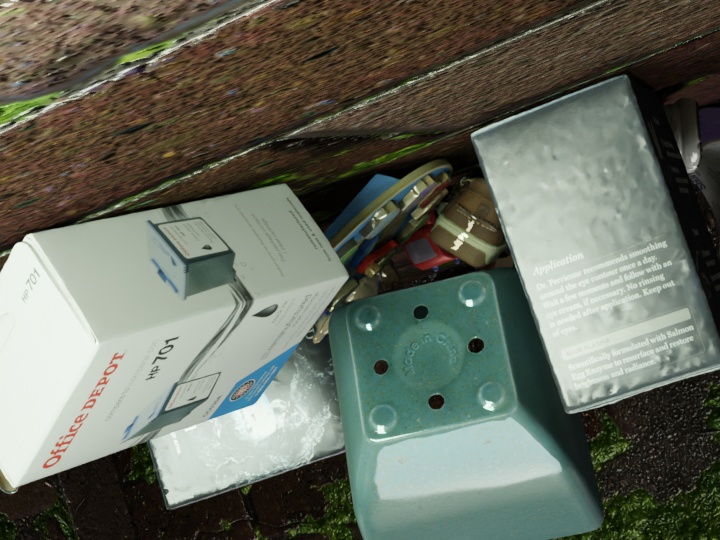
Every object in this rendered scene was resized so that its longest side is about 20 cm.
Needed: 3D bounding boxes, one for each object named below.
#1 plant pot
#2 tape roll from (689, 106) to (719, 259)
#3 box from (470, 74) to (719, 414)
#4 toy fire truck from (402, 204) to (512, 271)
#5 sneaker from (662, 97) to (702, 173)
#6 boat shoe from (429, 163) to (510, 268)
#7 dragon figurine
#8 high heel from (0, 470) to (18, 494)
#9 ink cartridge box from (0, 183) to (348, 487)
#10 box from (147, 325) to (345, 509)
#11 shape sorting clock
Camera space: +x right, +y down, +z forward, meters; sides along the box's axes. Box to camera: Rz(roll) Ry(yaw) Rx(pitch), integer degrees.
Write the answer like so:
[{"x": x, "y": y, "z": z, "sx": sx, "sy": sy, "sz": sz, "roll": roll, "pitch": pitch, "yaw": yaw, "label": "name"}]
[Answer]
[{"x": 0.069, "y": 0.101, "z": 1.174, "sx": 0.194, "sy": 0.198, "sz": 0.200, "roll": -13, "pitch": 153, "yaw": 8, "label": "plant pot"}, {"x": 0.330, "y": -0.049, "z": 1.440, "sx": 0.199, "sy": 0.201, "sz": 0.085, "roll": -16, "pitch": 176, "yaw": -37, "label": "tape roll"}, {"x": 0.180, "y": -0.020, "z": 1.056, "sx": 0.117, "sy": 0.201, "sz": 0.197, "roll": -19, "pitch": 176, "yaw": 17, "label": "box"}, {"x": 0.127, "y": -0.014, "z": 1.424, "sx": 0.199, "sy": 0.142, "sz": 0.049, "roll": -16, "pitch": 176, "yaw": -43, "label": "toy fire truck"}, {"x": 0.226, "y": -0.103, "z": 1.245, "sx": 0.079, "sy": 0.074, "sz": 0.200, "roll": -4, "pitch": 173, "yaw": 1, "label": "sneaker"}, {"x": 0.106, "y": -0.054, "z": 1.206, "sx": 0.075, "sy": 0.074, "sz": 0.202, "roll": -62, "pitch": 180, "yaw": 12, "label": "boat shoe"}, {"x": 0.000, "y": 0.000, "z": 1.326, "sx": 0.058, "sy": 0.201, "sz": 0.100, "roll": 12, "pitch": -159, "yaw": -10, "label": "dragon figurine"}, {"x": -0.360, "y": 0.147, "z": 1.416, "sx": 0.071, "sy": 0.144, "sz": 0.200, "roll": -18, "pitch": 177, "yaw": -2, "label": "high heel"}, {"x": -0.127, "y": 0.035, "z": 0.914, "sx": 0.199, "sy": 0.086, "sz": 0.147, "roll": -17, "pitch": 153, "yaw": -46, "label": "ink cartridge box"}, {"x": -0.116, "y": 0.104, "z": 1.454, "sx": 0.199, "sy": 0.198, "sz": 0.117, "roll": -18, "pitch": 176, "yaw": 1, "label": "box"}, {"x": -0.002, "y": -0.011, "z": 1.142, "sx": 0.200, "sy": 0.039, "sz": 0.200, "roll": -46, "pitch": 171, "yaw": -10, "label": "shape sorting clock"}]
